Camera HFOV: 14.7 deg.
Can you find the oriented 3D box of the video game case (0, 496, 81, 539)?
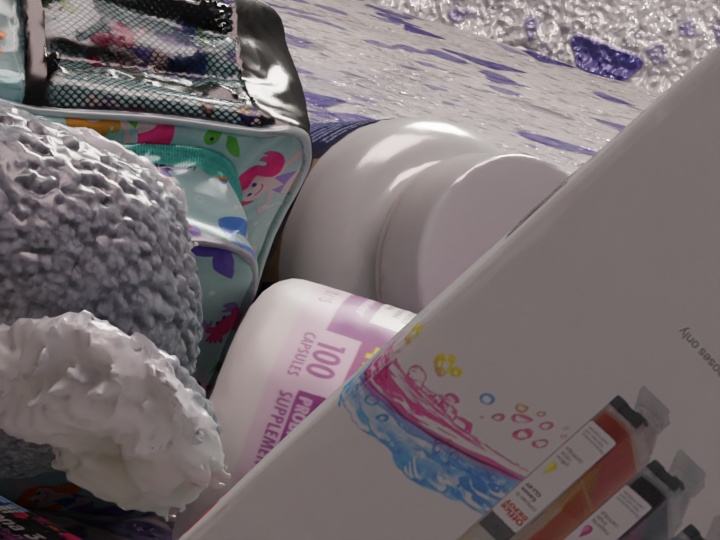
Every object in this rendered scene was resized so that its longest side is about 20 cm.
[{"bbox_3d":[-0.127,0.098,0.738,0.200,0.036,0.181,23,15,32],"label":"video game case"}]

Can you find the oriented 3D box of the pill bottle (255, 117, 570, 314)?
[{"bbox_3d":[0.000,0.000,1.029,0.111,0.111,0.200,9,-4,-32],"label":"pill bottle"}]

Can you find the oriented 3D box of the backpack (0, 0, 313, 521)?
[{"bbox_3d":[-0.130,-0.013,0.915,0.199,0.178,0.151,11,42,-17],"label":"backpack"}]

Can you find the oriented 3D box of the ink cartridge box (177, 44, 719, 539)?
[{"bbox_3d":[0.072,0.056,0.711,0.145,0.200,0.145,49,14,2],"label":"ink cartridge box"}]

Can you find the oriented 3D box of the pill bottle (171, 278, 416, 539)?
[{"bbox_3d":[0.050,0.082,0.871,0.199,0.113,0.112,17,11,8],"label":"pill bottle"}]

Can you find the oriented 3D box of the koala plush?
[{"bbox_3d":[-0.127,-0.007,0.729,0.199,0.184,0.177,22,19,-16],"label":"koala plush"}]
